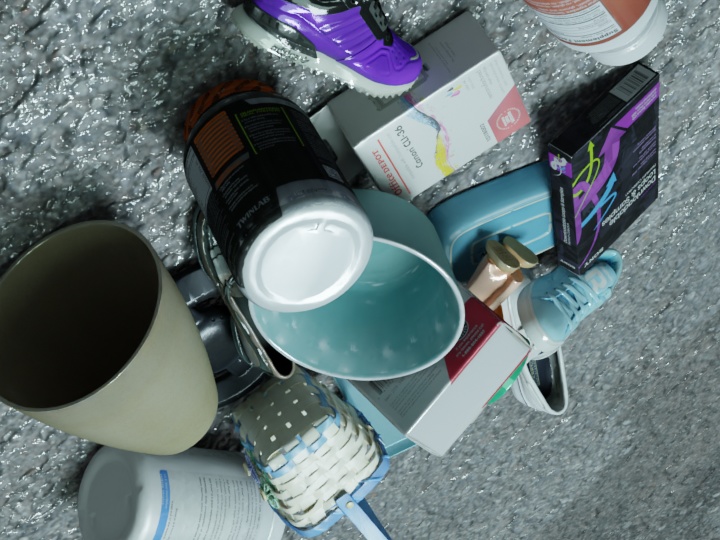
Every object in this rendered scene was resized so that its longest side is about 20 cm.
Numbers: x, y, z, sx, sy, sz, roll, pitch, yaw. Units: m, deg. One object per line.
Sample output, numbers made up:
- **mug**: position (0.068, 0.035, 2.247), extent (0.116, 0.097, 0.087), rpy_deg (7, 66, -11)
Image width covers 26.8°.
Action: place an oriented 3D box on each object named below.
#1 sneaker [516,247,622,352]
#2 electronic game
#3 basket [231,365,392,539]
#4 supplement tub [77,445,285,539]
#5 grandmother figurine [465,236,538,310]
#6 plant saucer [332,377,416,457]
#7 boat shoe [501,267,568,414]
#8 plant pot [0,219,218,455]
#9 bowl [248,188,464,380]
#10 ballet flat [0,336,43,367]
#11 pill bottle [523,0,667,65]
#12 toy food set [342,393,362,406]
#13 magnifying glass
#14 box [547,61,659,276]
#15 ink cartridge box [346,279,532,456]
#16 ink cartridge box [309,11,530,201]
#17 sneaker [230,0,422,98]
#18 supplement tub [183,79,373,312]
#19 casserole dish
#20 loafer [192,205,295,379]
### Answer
- **sneaker**: position (0.235, 0.019, 1.657), extent (0.082, 0.074, 0.200), rpy_deg (-38, -176, 33)
- **electronic game**: position (-0.152, 0.069, 1.527), extent (0.199, 0.042, 0.201), rpy_deg (-20, 135, -22)
- **basket**: position (-0.040, 0.209, 1.613), extent (0.139, 0.176, 0.200), rpy_deg (-43, 122, -1)
- **supplement tub**: position (-0.193, 0.257, 1.640), extent (0.199, 0.132, 0.132), rpy_deg (14, 124, -43)
- **grandmother figurine**: position (0.105, 0.055, 1.609), extent (0.121, 0.061, 0.200), rpy_deg (-2, 134, -48)
- **plant saucer**: position (0.022, 0.143, 1.685), extent (0.070, 0.019, 0.200), rpy_deg (-25, 136, 1)
- **boat shoe**: position (0.199, 0.076, 1.714), extent (0.073, 0.065, 0.201), rpy_deg (-35, 124, -21)
- **plant pot**: position (-0.216, 0.087, 1.375), extent (0.187, 0.188, 0.200), rpy_deg (-33, 141, 3)
- **bowl**: position (0.000, 0.000, 1.415), extent (0.200, 0.105, 0.201), rpy_deg (4, 138, 3)
- **ballet flat**: position (-0.316, 0.085, 1.433), extent (0.062, 0.067, 0.200), rpy_deg (-56, 149, -13)
- **pill bottle**: position (0.197, -0.264, 1.333), extent (0.112, 0.112, 0.200), rpy_deg (-40, 143, 12)
- **toy food set**: position (0.084, 0.123, 1.739), extent (0.199, 0.061, 0.144), rpy_deg (4, 131, -38)
- **magnifying glass**: position (0.143, 0.078, 1.586), extent (0.022, 0.200, 0.080), rpy_deg (36, 108, -9)
- **box**: position (0.260, -0.103, 1.588), extent (0.143, 0.036, 0.200), rpy_deg (-43, 148, -20)
- **ink cartridge box**: position (0.049, 0.065, 1.511), extent (0.148, 0.200, 0.086), rpy_deg (-50, 141, 3)
- **ink cartridge box**: position (0.048, -0.136, 1.411), extent (0.200, 0.068, 0.117), rpy_deg (-33, 144, 3)
- **sneaker**: position (-0.006, -0.216, 1.283), extent (0.200, 0.070, 0.100), rpy_deg (12, 124, -43)
- **supplement tub**: position (-0.077, -0.069, 1.284), extent (0.122, 0.200, 0.123), rpy_deg (-14, 134, -15)
- **casserole dish**: position (0.153, -0.046, 1.614), extent (0.199, 0.039, 0.121), rpy_deg (-21, 142, -12)
- **loafer**: position (-0.101, 0.017, 1.446), extent (0.072, 0.063, 0.201), rpy_deg (-30, 126, -18)
